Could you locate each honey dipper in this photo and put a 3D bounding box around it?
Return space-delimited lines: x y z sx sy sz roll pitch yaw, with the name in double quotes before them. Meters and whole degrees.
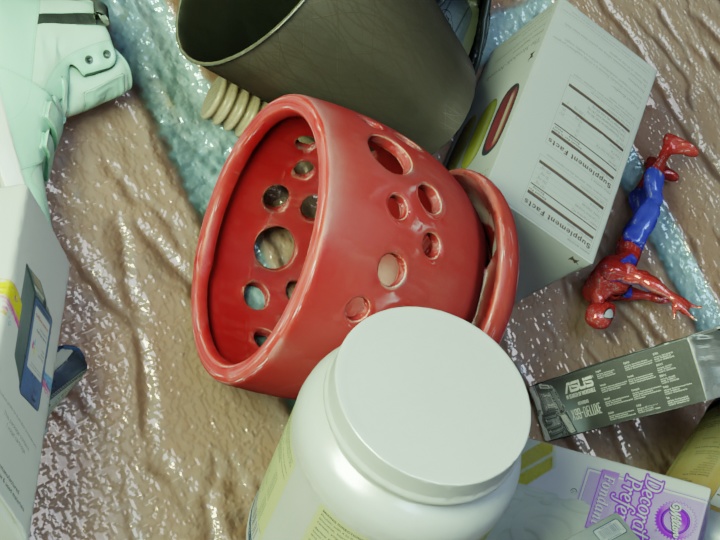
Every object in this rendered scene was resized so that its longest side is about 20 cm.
"honey dipper" -0.031 -0.090 1.092 0.198 0.038 0.038 28 61 -21

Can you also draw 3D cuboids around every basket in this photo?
"basket" -0.012 -0.172 1.023 0.181 0.135 0.200 -55 135 -4

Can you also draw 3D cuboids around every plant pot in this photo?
"plant pot" 0.000 0.000 0.980 0.180 0.200 0.203 18 64 -27

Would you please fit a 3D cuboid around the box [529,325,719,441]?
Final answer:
"box" 0.250 0.077 1.082 0.156 0.199 0.050 -13 82 -30

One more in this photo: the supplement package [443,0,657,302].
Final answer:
"supplement package" 0.145 -0.097 1.139 0.109 0.114 0.202 33 60 -15

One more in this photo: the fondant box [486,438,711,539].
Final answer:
"fondant box" 0.136 0.202 0.997 0.197 0.059 0.146 14 60 18

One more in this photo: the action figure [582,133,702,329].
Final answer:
"action figure" 0.256 -0.015 1.193 0.098 0.065 0.201 32 59 5

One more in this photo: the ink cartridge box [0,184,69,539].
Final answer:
"ink cartridge box" -0.260 0.057 0.820 0.143 0.088 0.202 -6 49 7

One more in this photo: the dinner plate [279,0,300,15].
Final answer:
"dinner plate" -0.011 -0.264 1.089 0.198 0.024 0.203 -12 110 -35

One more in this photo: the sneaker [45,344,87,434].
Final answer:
"sneaker" -0.238 0.132 0.884 0.085 0.077 0.200 48 66 -12

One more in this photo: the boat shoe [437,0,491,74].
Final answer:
"boat shoe" 0.062 -0.169 1.149 0.074 0.066 0.201 38 59 -12

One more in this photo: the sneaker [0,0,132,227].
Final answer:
"sneaker" -0.208 -0.105 0.974 0.117 0.074 0.203 -8 73 -23

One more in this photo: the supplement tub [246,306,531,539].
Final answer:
"supplement tub" 0.015 0.132 0.876 0.143 0.201 0.147 11 49 -12

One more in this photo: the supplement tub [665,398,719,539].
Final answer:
"supplement tub" 0.298 0.203 1.095 0.145 0.144 0.200 46 58 -6

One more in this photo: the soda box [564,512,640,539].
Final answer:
"soda box" 0.099 0.231 0.873 0.198 0.069 0.064 -21 53 -28
